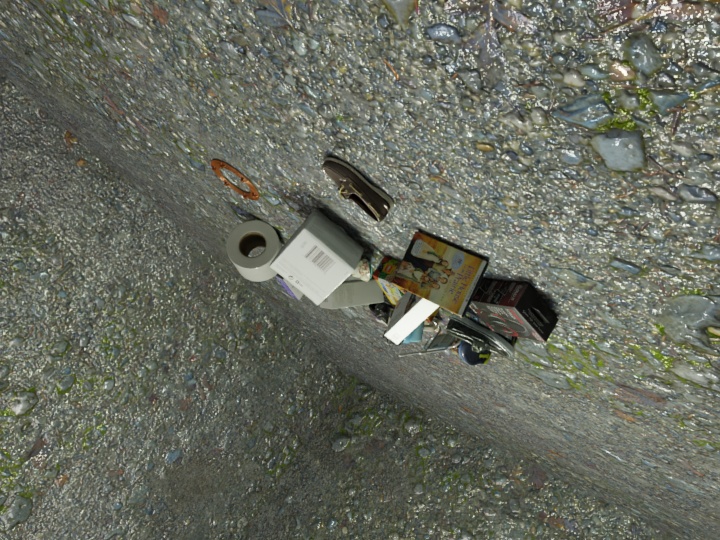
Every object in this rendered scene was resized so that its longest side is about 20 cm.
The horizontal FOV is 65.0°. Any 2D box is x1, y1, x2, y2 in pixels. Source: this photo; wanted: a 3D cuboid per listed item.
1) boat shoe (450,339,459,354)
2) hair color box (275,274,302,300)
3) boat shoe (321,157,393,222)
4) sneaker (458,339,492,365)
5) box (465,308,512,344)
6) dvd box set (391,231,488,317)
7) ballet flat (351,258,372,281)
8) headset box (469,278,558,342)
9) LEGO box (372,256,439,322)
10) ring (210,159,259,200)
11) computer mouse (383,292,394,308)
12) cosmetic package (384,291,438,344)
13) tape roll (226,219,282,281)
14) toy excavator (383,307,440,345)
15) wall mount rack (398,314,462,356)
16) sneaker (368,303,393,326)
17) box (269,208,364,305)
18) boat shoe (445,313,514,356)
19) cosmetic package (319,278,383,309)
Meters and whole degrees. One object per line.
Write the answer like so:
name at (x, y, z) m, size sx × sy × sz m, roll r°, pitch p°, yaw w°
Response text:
boat shoe at (0.327, 0.241, 1.911) m, size 0.072 × 0.072 × 0.200 m, roll 33°, pitch 170°, yaw 0°
hair color box at (-0.285, 0.030, 2.411) m, size 0.065 × 0.110 × 0.200 m, roll 27°, pitch 162°, yaw 25°
boat shoe at (-0.015, -0.194, 1.359) m, size 0.200 × 0.060 × 0.072 m, roll 36°, pitch 164°, yaw -6°
sneaker at (0.330, 0.238, 1.701) m, size 0.082 × 0.074 × 0.200 m, roll 30°, pitch -177°, yaw 33°
box at (0.372, 0.162, 1.631) m, size 0.157 × 0.051 × 0.200 m, roll 27°, pitch 163°, yaw 23°
dvd box set at (0.192, 0.008, 1.379) m, size 0.199 × 0.147 × 0.029 m, roll 27°, pitch -178°, yaw 26°
ballet flat at (0.000, 0.000, 1.762) m, size 0.063 × 0.076 × 0.200 m, roll -8°, pitch -179°, yaw -3°
headset box at (0.376, 0.096, 1.397) m, size 0.149 × 0.075 × 0.200 m, roll 43°, pitch 161°, yaw -27°
LEGO box at (0.146, 0.058, 1.726) m, size 0.148 × 0.077 × 0.200 m, roll 21°, pitch 159°, yaw 36°
ring at (-0.428, -0.301, 1.920) m, size 0.200 × 0.019 × 0.201 m, roll 31°, pitch 164°, yaw 10°
computer mouse at (0.150, 0.108, 1.919) m, size 0.109 × 0.044 × 0.200 m, roll 36°, pitch 166°, yaw -25°
cosmetic package at (0.153, 0.088, 1.519) m, size 0.052 × 0.151 × 0.200 m, roll 36°, pitch 129°, yaw -5°
tape roll at (-0.402, -0.074, 2.184) m, size 0.202 × 0.203 × 0.139 m, roll 30°, pitch 162°, yaw 14°
toy excavator at (0.178, 0.186, 1.832) m, size 0.199 × 0.101 × 0.194 m, roll 10°, pitch -174°, yaw -7°
wall mount rack at (0.216, 0.214, 1.706) m, size 0.075 × 0.174 × 0.200 m, roll 47°, pitch 152°, yaw -10°
sneaker at (0.095, 0.159, 2.119) m, size 0.088 × 0.076 × 0.200 m, roll 49°, pitch 159°, yaw -25°
box at (-0.132, -0.040, 1.725) m, size 0.199 × 0.131 × 0.200 m, roll 40°, pitch 124°, yaw -11°
boat shoe at (0.331, 0.197, 1.589) m, size 0.199 × 0.071 × 0.072 m, roll 29°, pitch 163°, yaw 18°
cosmetic package at (-0.032, 0.077, 1.915) m, size 0.199 × 0.085 × 0.107 m, roll -7°, pitch -176°, yaw -30°
